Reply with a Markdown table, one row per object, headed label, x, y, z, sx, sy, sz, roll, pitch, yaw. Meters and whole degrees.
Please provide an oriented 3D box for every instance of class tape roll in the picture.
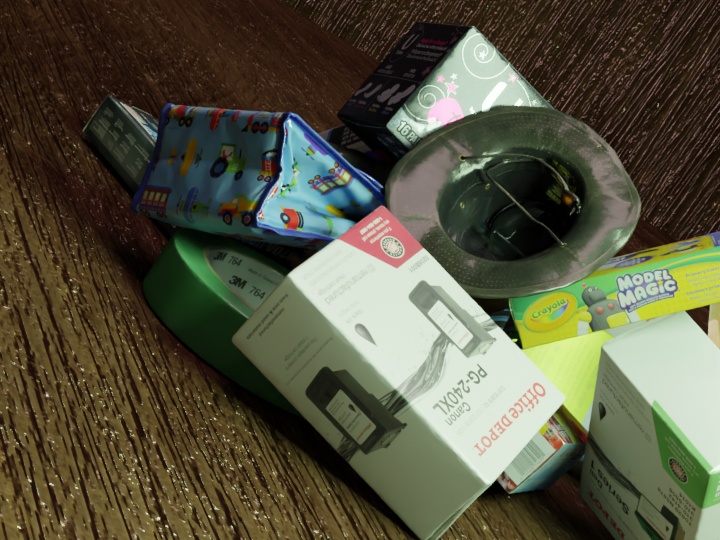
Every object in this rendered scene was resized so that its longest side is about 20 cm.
| label | x | y | z | sx | sy | sz | roll | pitch | yaw |
| --- | --- | --- | --- | --- | --- | --- | --- | --- | --- |
| tape roll | -0.070 | 0.042 | 1.373 | 0.200 | 0.048 | 0.200 | 33 | 11 | -8 |

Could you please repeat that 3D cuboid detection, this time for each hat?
| label | x | y | z | sx | sy | sz | roll | pitch | yaw |
| --- | --- | --- | --- | --- | --- | --- | --- | --- | --- |
| hat | 0.113 | -0.035 | 1.386 | 0.201 | 0.201 | 0.081 | 40 | -30 | 24 |

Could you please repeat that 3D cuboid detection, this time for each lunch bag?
| label | x | y | z | sx | sy | sz | roll | pitch | yaw |
| --- | --- | --- | --- | --- | --- | --- | --- | --- | --- |
| lunch bag | -0.050 | -0.050 | 1.397 | 0.150 | 0.094 | 0.200 | 9 | -12 | 45 |

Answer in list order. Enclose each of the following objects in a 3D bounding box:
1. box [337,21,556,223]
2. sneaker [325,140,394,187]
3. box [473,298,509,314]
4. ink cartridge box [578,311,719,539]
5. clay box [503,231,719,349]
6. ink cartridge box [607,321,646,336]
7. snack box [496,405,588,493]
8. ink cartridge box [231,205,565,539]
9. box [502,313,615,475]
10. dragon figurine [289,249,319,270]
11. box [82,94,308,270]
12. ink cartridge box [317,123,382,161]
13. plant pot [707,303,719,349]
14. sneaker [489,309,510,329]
| label | x | y | z | sx | sy | sz | roll | pitch | yaw |
| --- | --- | --- | --- | --- | --- | --- | --- | --- | --- |
| box | 0.103 | -0.103 | 1.499 | 0.200 | 0.115 | 0.132 | 42 | -6 | -21 |
| sneaker | -0.033 | -0.079 | 1.549 | 0.091 | 0.076 | 0.200 | 31 | -16 | -13 |
| box | 0.057 | 0.002 | 1.672 | 0.163 | 0.021 | 0.200 | 23 | -13 | -13 |
| ink cartridge box | 0.252 | 0.154 | 1.410 | 0.084 | 0.200 | 0.146 | -22 | 51 | -20 |
| clay box | 0.195 | 0.017 | 1.405 | 0.115 | 0.200 | 0.048 | -34 | 111 | -80 |
| ink cartridge box | 0.211 | 0.042 | 1.884 | 0.200 | 0.148 | 0.086 | 33 | 12 | -1 |
| snack box | 0.095 | 0.088 | 1.469 | 0.200 | 0.068 | 0.169 | 47 | 8 | 14 |
| ink cartridge box | 0.031 | 0.071 | 1.262 | 0.200 | 0.083 | 0.145 | 46 | 36 | 4 |
| box | 0.210 | 0.119 | 1.631 | 0.200 | 0.122 | 0.048 | 33 | -19 | -9 |
| dragon figurine | 0.000 | 0.000 | 1.529 | 0.099 | 0.059 | 0.200 | -10 | -7 | -16 |
| box | -0.143 | -0.071 | 1.621 | 0.159 | 0.046 | 0.200 | 24 | 16 | -45 |
| ink cartridge box | 0.030 | -0.074 | 1.690 | 0.200 | 0.043 | 0.198 | 26 | -25 | -31 |
| plant pot | 0.316 | 0.116 | 1.552 | 0.027 | 0.200 | 0.200 | 2 | 6 | 13 |
| sneaker | 0.151 | 0.081 | 1.729 | 0.073 | 0.082 | 0.200 | 31 | 13 | -23 |
